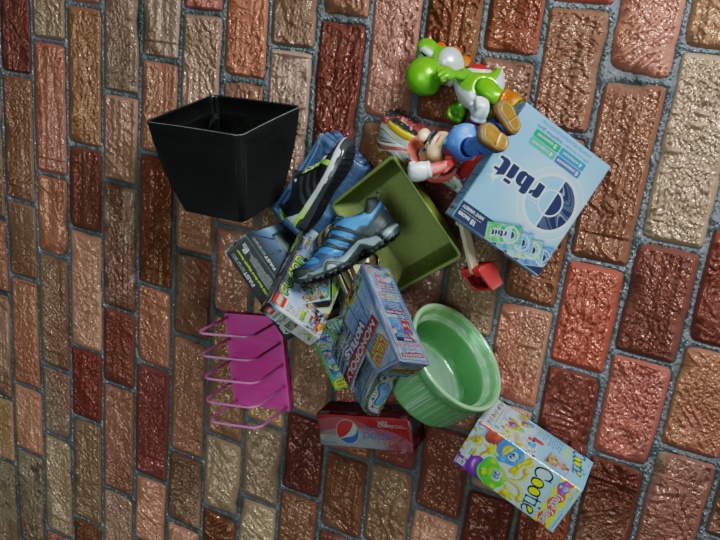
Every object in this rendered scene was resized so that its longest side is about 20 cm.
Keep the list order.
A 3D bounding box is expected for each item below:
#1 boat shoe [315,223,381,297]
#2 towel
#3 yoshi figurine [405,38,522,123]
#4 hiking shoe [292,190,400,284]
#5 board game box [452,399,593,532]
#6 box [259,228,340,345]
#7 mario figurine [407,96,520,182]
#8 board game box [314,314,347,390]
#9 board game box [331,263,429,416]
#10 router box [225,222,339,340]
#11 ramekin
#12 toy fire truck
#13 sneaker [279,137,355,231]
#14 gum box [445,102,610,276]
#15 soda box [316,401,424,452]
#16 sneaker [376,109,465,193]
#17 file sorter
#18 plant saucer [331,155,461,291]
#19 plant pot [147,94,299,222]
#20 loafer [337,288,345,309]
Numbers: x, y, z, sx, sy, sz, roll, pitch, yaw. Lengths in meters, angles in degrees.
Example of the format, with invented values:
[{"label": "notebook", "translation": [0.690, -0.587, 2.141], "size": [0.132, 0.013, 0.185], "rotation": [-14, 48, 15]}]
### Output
[{"label": "boat shoe", "translation": [0.000, 0.000, 1.324], "size": [0.200, 0.076, 0.074], "rotation": [52, 139, 1]}, {"label": "towel", "translation": [-0.073, -0.148, 1.378], "size": [0.112, 0.048, 0.200], "rotation": [43, 117, 9]}, {"label": "yoshi figurine", "translation": [0.151, -0.286, 1.199], "size": [0.200, 0.112, 0.113], "rotation": [40, 125, 16]}, {"label": "hiking shoe", "translation": [-0.033, -0.048, 1.266], "size": [0.199, 0.074, 0.087], "rotation": [-30, 84, 3]}, {"label": "board game box", "translation": [0.279, 0.330, 1.299], "size": [0.199, 0.105, 0.103], "rotation": [33, 116, 16]}, {"label": "box", "translation": [-0.092, 0.023, 1.331], "size": [0.110, 0.201, 0.035], "rotation": [36, 135, -16]}, {"label": "mario figurine", "translation": [0.133, -0.196, 1.121], "size": [0.200, 0.123, 0.107], "rotation": [-17, 86, 54]}, {"label": "board game box", "translation": [0.008, 0.136, 1.425], "size": [0.199, 0.029, 0.135], "rotation": [-23, 92, 29]}, {"label": "board game box", "translation": [0.025, 0.128, 1.228], "size": [0.201, 0.061, 0.200], "rotation": [-66, 34, 23]}, {"label": "router box", "translation": [-0.137, 0.014, 1.395], "size": [0.062, 0.150, 0.200], "rotation": [-37, 86, 29]}, {"label": "ramekin", "translation": [0.134, 0.166, 1.280], "size": [0.098, 0.200, 0.200], "rotation": [-41, 84, 36]}, {"label": "toy fire truck", "translation": [0.198, -0.084, 1.204], "size": [0.049, 0.141, 0.201], "rotation": [-3, 117, 60]}, {"label": "sneaker", "translation": [-0.085, -0.157, 1.312], "size": [0.083, 0.072, 0.200], "rotation": [39, 117, 10]}, {"label": "gum box", "translation": [0.254, -0.122, 1.146], "size": [0.169, 0.045, 0.201], "rotation": [33, 93, -13]}, {"label": "soda box", "translation": [0.019, 0.297, 1.443], "size": [0.199, 0.063, 0.070], "rotation": [-2, 103, 27]}, {"label": "sneaker", "translation": [0.112, -0.187, 1.270], "size": [0.200, 0.078, 0.082], "rotation": [40, 130, 17]}, {"label": "file sorter", "translation": [-0.233, 0.199, 1.506], "size": [0.138, 0.125, 0.201], "rotation": [2, 104, 25]}, {"label": "plant saucer", "translation": [0.068, -0.080, 1.293], "size": [0.201, 0.048, 0.199], "rotation": [56, 141, -2]}, {"label": "plant pot", "translation": [-0.240, -0.201, 1.374], "size": [0.199, 0.199, 0.178], "rotation": [13, 120, 22]}, {"label": "loafer", "translation": [0.015, 0.109, 1.362], "size": [0.072, 0.063, 0.201], "rotation": [-31, 89, 30]}]
